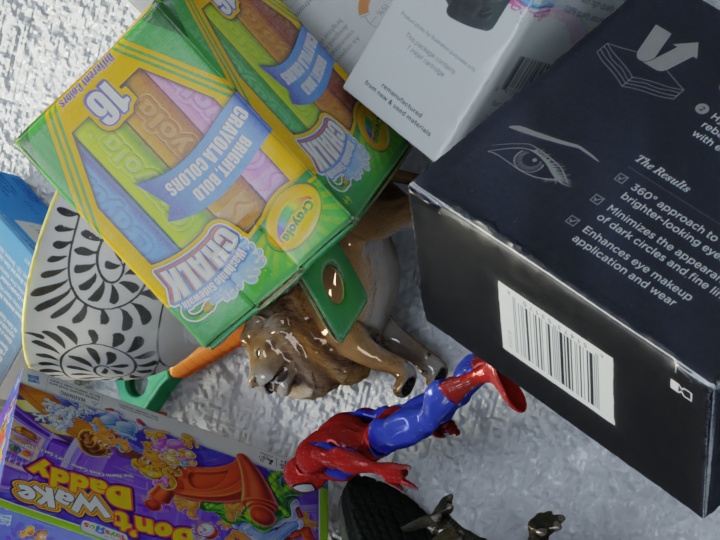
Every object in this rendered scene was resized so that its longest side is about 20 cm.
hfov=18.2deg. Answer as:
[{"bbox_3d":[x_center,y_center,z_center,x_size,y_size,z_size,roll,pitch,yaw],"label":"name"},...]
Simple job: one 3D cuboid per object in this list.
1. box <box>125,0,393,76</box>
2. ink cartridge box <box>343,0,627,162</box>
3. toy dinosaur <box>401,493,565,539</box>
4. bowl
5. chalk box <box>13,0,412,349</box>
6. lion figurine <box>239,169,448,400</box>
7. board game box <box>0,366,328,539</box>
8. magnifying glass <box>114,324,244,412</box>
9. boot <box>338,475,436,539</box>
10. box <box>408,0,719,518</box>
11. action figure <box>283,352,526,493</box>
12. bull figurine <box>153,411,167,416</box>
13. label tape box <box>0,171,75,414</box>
[{"bbox_3d":[-0.059,-0.174,1.307,0.200,0.097,0.124,43,97,-4],"label":"box"},{"bbox_3d":[0.103,-0.155,1.234,0.083,0.145,0.201,40,108,29],"label":"ink cartridge box"},{"bbox_3d":[0.076,0.179,1.206,0.199,0.077,0.103,3,120,48],"label":"toy dinosaur"},{"bbox_3d":[-0.114,-0.011,1.358,0.094,0.201,0.202,21,99,12],"label":"bowl"},{"bbox_3d":[-0.062,-0.052,1.219,0.124,0.125,0.200,-40,98,26],"label":"chalk box"},{"bbox_3d":[0.000,0.000,1.322,0.122,0.072,0.201,32,119,26],"label":"lion figurine"},{"bbox_3d":[-0.117,0.142,1.304,0.135,0.199,0.045,-92,26,-58],"label":"board game box"},{"bbox_3d":[-0.137,0.069,1.455,0.199,0.022,0.080,-30,71,28],"label":"magnifying glass"},{"bbox_3d":[-0.002,0.221,1.290,0.131,0.067,0.200,-54,30,25],"label":"boot"},{"bbox_3d":[0.164,-0.017,1.144,0.200,0.118,0.196,-40,57,-23],"label":"box"},{"bbox_3d":[0.024,0.090,1.268,0.199,0.065,0.052,-24,101,42],"label":"action figure"},{"bbox_3d":[-0.155,0.177,1.399,0.065,0.121,0.201,-5,97,23],"label":"bull figurine"},{"bbox_3d":[-0.259,0.052,1.502,0.144,0.063,0.201,44,110,38],"label":"label tape box"}]
